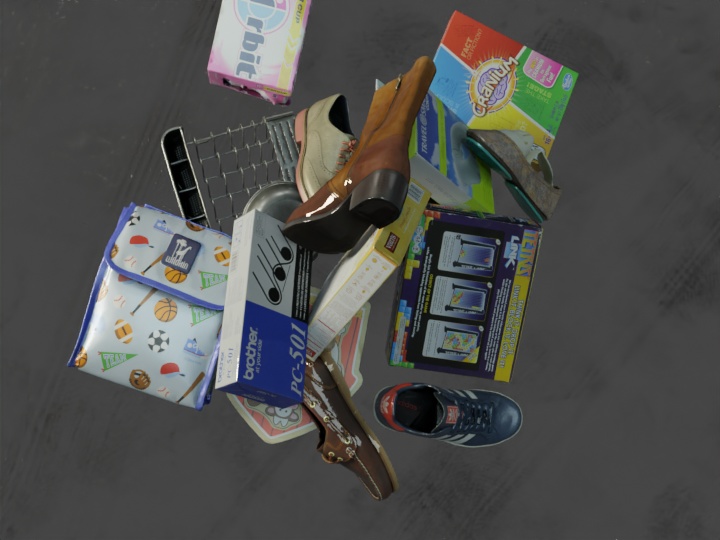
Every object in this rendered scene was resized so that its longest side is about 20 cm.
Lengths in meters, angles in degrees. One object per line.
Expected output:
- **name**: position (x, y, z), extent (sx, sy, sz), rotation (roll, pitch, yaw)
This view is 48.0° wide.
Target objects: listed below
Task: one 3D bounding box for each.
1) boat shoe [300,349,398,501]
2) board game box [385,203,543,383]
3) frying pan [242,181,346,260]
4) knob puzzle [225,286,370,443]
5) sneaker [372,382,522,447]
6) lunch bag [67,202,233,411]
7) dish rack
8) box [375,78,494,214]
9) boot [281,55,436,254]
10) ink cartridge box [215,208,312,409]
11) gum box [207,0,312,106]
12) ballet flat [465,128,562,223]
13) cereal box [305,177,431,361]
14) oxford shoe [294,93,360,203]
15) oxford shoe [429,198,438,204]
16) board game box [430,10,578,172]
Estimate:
- **boat shoe**: position (-0.028, 0.196, 0.981), extent (0.070, 0.070, 0.202), rotation (-31, 90, -26)
- **board game box**: position (0.126, 0.026, 1.013), extent (0.161, 0.057, 0.205), rotation (9, 103, -6)
- **frying pan**: position (-0.067, -0.030, 1.025), extent (0.189, 0.031, 0.116), rotation (39, 84, -21)
- **knob puzzle**: position (-0.089, 0.116, 1.016), extent (0.214, 0.030, 0.225), rotation (2, 79, -10)
- **sneaker**: position (0.116, 0.181, 1.009), extent (0.195, 0.085, 0.077), rotation (4, 78, -9)
- **lunch bag**: position (-0.226, 0.040, 0.949), extent (0.167, 0.124, 0.204), rotation (20, 85, -6)
- **dish rack**: position (-0.143, -0.124, 1.040), extent (0.196, 0.055, 0.157), rotation (-17, 84, -13)
- **box**: position (0.097, -0.151, 1.017), extent (0.199, 0.047, 0.125), rotation (31, 49, -42)
- **boot**: position (-0.004, -0.130, 0.905), extent (0.068, 0.187, 0.204), rotation (28, 57, -24)
- **ink cartridge box**: position (-0.104, 0.043, 0.909), extent (0.093, 0.044, 0.204), rotation (25, 57, -38)
- **gum box**: position (-0.127, -0.327, 1.064), extent (0.111, 0.066, 0.205), rotation (12, 86, -6)
- **ballet flat**: position (0.205, -0.141, 1.053), extent (0.068, 0.068, 0.199), rotation (-50, 133, 0)
- **cereal box**: position (0.000, 0.000, 0.941), extent (0.039, 0.200, 0.145), rotation (34, 43, -7)
- **oxford shoe**: position (-0.035, -0.135, 1.008), extent (0.070, 0.074, 0.204), rotation (19, 51, -46)
- **oxford shoe**: position (0.119, -0.017, 1.062), extent (0.074, 0.058, 0.204), rotation (-20, 85, -16)
- **board game box**: position (0.187, -0.246, 1.124), extent (0.197, 0.040, 0.156), rotation (25, 76, -4)
